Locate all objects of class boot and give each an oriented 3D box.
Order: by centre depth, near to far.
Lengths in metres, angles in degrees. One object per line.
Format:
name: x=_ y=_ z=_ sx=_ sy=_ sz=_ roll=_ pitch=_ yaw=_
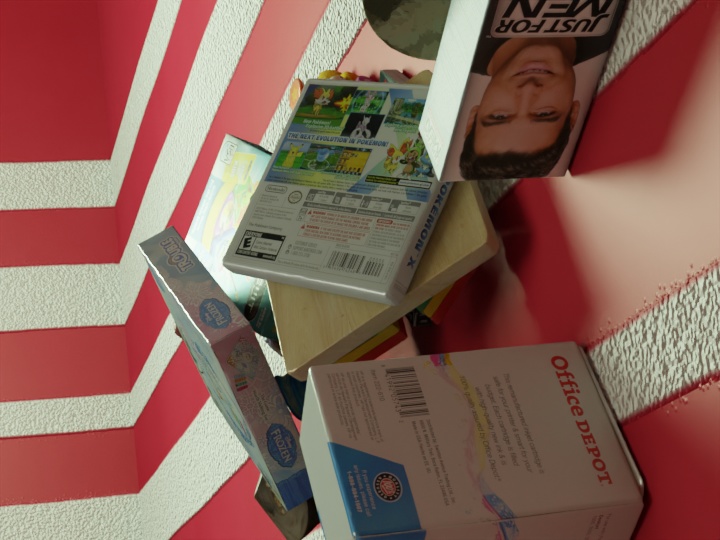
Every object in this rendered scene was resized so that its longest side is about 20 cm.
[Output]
boot: x=-0.057 y=0.165 z=1.566 sx=0.200 sy=0.064 sz=0.188 roll=0 pitch=-109 yaw=-68

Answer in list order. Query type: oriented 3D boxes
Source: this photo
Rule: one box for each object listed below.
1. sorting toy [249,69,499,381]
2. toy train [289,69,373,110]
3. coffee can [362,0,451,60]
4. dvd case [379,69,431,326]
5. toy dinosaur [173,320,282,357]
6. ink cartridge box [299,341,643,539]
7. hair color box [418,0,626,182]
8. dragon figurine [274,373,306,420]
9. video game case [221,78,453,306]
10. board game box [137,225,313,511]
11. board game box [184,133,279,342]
sorting toy: x=0.019 y=-0.028 z=1.298 sx=0.198 sy=0.069 sz=0.201 roll=-34 pitch=45 yaw=20
toy train: x=-0.046 y=-0.135 z=1.601 sx=0.152 sy=0.055 sz=0.200 roll=-67 pitch=19 yaw=6
coffee can: x=0.049 y=-0.275 z=1.173 sx=0.147 sy=0.145 sz=0.201 roll=104 pitch=156 yaw=-45
dvd case: x=0.041 y=-0.069 z=1.454 sx=0.146 sy=0.022 sz=0.202 roll=-130 pitch=39 yaw=-64
toy dinosaur: x=-0.060 y=0.015 z=1.591 sx=0.105 sy=0.199 sz=0.182 roll=53 pitch=140 yaw=17
ink cartridge box: x=0.071 y=0.133 z=1.071 sx=0.085 sy=0.198 sz=0.145 roll=98 pitch=161 yaw=-44
hair color box: x=0.110 y=-0.153 z=1.062 sx=0.201 sy=0.098 sz=0.061 roll=104 pitch=156 yaw=-45
dragon figurine: x=-0.035 y=0.096 z=1.398 sx=0.099 sy=0.059 sz=0.201 roll=-27 pitch=103 yaw=34
video game case: x=-0.008 y=-0.069 z=1.282 sx=0.199 sy=0.022 sz=0.184 roll=10 pitch=70 yaw=45
board game box: x=-0.118 y=0.085 z=1.437 sx=0.200 sy=0.043 sz=0.200 roll=46 pitch=162 yaw=53
board game box: x=-0.095 y=-0.033 z=1.511 sx=0.200 sy=0.047 sz=0.152 roll=29 pitch=99 yaw=56
